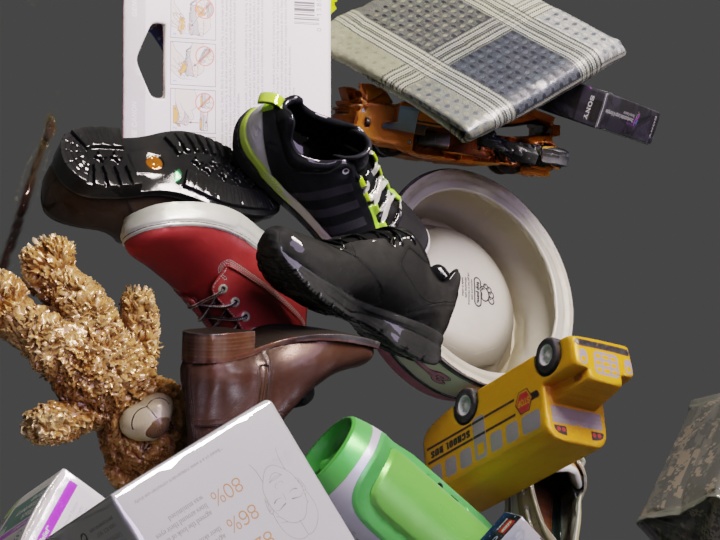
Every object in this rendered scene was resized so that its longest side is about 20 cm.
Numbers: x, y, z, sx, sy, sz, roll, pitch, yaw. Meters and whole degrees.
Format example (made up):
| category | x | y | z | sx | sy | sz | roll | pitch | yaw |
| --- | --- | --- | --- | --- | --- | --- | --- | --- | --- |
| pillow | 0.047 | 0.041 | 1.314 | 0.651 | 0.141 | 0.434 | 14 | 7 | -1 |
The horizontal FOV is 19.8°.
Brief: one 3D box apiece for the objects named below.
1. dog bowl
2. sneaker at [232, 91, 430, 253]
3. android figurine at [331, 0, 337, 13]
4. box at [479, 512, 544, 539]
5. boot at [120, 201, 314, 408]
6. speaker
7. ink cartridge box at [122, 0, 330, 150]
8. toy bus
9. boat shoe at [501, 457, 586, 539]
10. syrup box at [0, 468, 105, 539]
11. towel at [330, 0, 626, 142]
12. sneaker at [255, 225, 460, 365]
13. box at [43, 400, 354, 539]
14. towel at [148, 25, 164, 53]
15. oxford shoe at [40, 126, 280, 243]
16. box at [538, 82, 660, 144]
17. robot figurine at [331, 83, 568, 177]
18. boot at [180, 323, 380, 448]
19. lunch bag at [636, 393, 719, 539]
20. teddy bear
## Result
| category | x | y | z | sx | sy | sz | roll | pitch | yaw |
| --- | --- | --- | --- | --- | --- | --- | --- | --- | --- |
| dog bowl | 0.082 | 0.020 | 1.742 | 0.199 | 0.074 | 0.202 | 19 | 56 | -30 |
| sneaker | -0.012 | -0.067 | 1.607 | 0.199 | 0.083 | 0.072 | 34 | 51 | -25 |
| android figurine | -0.092 | -0.261 | 1.751 | 0.199 | 0.041 | 0.184 | -7 | 74 | -37 |
| box | 0.094 | 0.302 | 1.556 | 0.137 | 0.038 | 0.200 | 46 | 78 | -11 |
| boot | -0.102 | 0.037 | 1.566 | 0.199 | 0.072 | 0.146 | 25 | 53 | -49 |
| speaker | 0.043 | 0.204 | 1.606 | 0.200 | 0.088 | 0.089 | 42 | 48 | -13 |
| ink cartridge box | -0.111 | -0.163 | 1.663 | 0.175 | 0.045 | 0.202 | 1 | 86 | -19 |
| toy bus | 0.132 | 0.121 | 1.639 | 0.065 | 0.200 | 0.079 | 14 | 58 | -32 |
| boat shoe | 0.156 | 0.172 | 1.722 | 0.074 | 0.068 | 0.202 | 20 | 56 | -29 |
| syrup box | -0.162 | 0.233 | 1.431 | 0.200 | 0.079 | 0.082 | 40 | 50 | -14 |
| towel | 0.087 | -0.184 | 1.725 | 0.192 | 0.035 | 0.200 | -31 | 49 | -32 |
| sneaker | 0.000 | 0.000 | 1.582 | 0.199 | 0.076 | 0.091 | 29 | 83 | -43 |
| box | -0.085 | 0.217 | 1.372 | 0.152 | 0.106 | 0.201 | -29 | 87 | -42 |
| towel | -0.138 | -0.245 | 1.745 | 0.145 | 0.024 | 0.201 | -36 | 91 | -43 |
| oxford shoe | -0.156 | -0.060 | 1.592 | 0.199 | 0.085 | 0.073 | 7 | 49 | -31 |
| box | 0.148 | -0.162 | 1.801 | 0.199 | 0.036 | 0.143 | 24 | 8 | 25 |
| robot figurine | 0.081 | -0.117 | 1.755 | 0.198 | 0.145 | 0.059 | 7 | 91 | -15 |
| boot | -0.066 | 0.143 | 1.530 | 0.185 | 0.064 | 0.202 | 0 | 94 | -38 |
| lunch bag | 0.362 | 0.224 | 1.827 | 0.200 | 0.117 | 0.164 | 48 | 47 | -15 |
| teddy bear | -0.195 | 0.064 | 1.504 | 0.144 | 0.067 | 0.201 | -19 | 79 | -40 |
